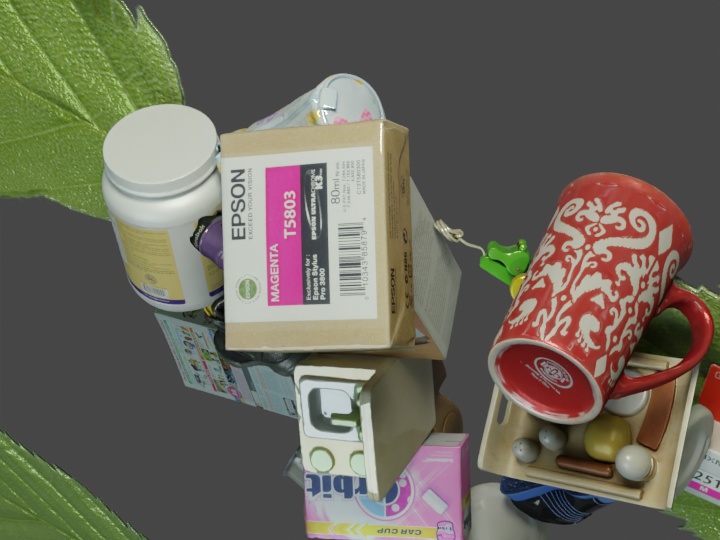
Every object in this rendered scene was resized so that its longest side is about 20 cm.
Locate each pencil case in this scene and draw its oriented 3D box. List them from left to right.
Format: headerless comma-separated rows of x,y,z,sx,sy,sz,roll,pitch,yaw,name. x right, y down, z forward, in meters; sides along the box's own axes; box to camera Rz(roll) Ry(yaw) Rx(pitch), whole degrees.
-0.062,-0.129,1.256,0.091,0.084,0.199,37,147,-26,pencil case

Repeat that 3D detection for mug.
0.220,0.034,1.112,0.176,0.200,0.134,20,142,21,mug

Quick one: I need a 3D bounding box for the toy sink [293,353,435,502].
-0.002,0.148,1.374,0.111,0.200,0.131,2,110,21,toy sink

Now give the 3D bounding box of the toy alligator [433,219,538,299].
0.165,-0.002,1.249,0.200,0.059,0.054,39,105,-7,toy alligator

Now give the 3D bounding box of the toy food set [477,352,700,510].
0.217,0.138,1.199,0.199,0.145,0.060,8,168,31,toy food set

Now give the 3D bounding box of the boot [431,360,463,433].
0.036,0.176,1.534,0.154,0.077,0.201,3,129,29,boot

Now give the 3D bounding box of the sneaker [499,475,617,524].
0.256,0.258,1.474,0.078,0.070,0.199,41,150,-24,sneaker

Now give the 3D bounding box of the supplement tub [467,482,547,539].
0.165,0.377,1.628,0.131,0.132,0.201,24,143,15,supplement tub

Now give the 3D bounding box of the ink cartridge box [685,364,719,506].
0.424,0.197,1.277,0.199,0.044,0.174,23,145,17,ink cartridge box

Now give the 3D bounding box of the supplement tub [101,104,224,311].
-0.205,-0.068,1.393,0.145,0.146,0.201,20,143,20,supplement tub

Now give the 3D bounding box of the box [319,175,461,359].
0.000,0.000,1.270,0.151,0.107,0.200,1,153,23,box

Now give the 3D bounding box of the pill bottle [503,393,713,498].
0.247,0.144,1.283,0.199,0.111,0.112,30,149,34,pill bottle

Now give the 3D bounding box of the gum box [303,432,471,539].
0.026,0.250,1.462,0.198,0.066,0.115,0,96,14,gum box

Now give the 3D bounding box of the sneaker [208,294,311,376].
-0.134,0.059,1.452,0.114,0.076,0.199,50,162,-20,sneaker

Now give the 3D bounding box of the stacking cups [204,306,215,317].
-0.110,0.019,1.494,0.199,0.061,0.061,-14,123,47,stacking cups

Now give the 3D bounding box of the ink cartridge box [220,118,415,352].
-0.039,-0.028,1.127,0.163,0.202,0.075,-3,178,21,ink cartridge box

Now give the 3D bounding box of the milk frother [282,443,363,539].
-0.013,0.309,1.597,0.188,0.200,0.181,39,177,12,milk frother

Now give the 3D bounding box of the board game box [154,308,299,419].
-0.154,0.106,1.633,0.199,0.064,0.148,13,139,26,board game box

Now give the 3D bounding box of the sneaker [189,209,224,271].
-0.111,-0.044,1.334,0.087,0.200,0.076,29,104,13,sneaker
